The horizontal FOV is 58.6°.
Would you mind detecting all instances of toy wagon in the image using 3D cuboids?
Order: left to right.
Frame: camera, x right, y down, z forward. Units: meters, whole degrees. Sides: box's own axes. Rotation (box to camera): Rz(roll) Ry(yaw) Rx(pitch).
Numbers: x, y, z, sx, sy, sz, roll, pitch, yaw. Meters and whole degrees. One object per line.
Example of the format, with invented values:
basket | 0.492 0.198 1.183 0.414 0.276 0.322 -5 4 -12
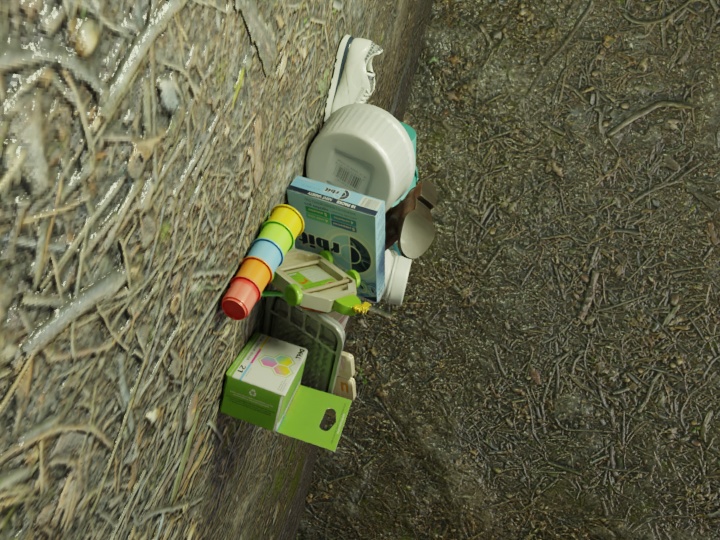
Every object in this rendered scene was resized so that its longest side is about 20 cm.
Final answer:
toy wagon | -0.067 0.024 1.030 0.153 0.198 0.041 -13 130 -49

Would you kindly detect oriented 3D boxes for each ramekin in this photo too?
ramekin | -0.005 -0.187 1.164 0.098 0.195 0.205 -56 163 -51

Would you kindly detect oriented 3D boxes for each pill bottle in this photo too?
pill bottle | 0.000 0.000 1.306 0.113 0.194 0.117 14 91 -86

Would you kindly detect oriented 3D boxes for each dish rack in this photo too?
dish rack | -0.102 0.137 1.160 0.043 0.169 0.204 -37 149 -49

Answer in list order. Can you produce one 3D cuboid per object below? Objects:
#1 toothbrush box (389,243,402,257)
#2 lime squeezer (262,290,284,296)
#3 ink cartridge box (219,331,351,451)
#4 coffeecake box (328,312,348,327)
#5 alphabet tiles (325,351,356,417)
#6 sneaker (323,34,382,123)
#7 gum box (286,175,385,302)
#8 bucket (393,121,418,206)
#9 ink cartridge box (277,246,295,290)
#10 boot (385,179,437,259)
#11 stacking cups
toothbrush box | 0.003 -0.056 1.540 0.203 0.142 0.087 -111 -153 -46
lime squeezer | -0.094 0.041 1.105 0.198 0.069 0.039 -7 86 -62
ink cartridge box | -0.112 0.195 1.060 0.148 0.194 0.078 -63 169 -66
coffeecake box | -0.106 0.171 1.502 0.153 0.072 0.204 -42 158 -50
alphabet tiles | -0.093 0.178 1.212 0.015 0.195 0.201 -35 130 -48
sneaker | -0.017 -0.332 1.213 0.077 0.078 0.205 -69 174 -61
gum box | -0.038 -0.052 1.117 0.045 0.165 0.204 -55 154 -39
bucket | 0.034 -0.245 1.429 0.209 0.200 0.138 -67 164 -56
ink cartridge box | -0.119 -0.001 1.310 0.197 0.042 0.206 73 34 -81
boot | 0.052 -0.051 1.171 0.199 0.064 0.189 -35 -157 44
stacking cups | -0.145 -0.013 0.922 0.062 0.059 0.202 102 11 -45
